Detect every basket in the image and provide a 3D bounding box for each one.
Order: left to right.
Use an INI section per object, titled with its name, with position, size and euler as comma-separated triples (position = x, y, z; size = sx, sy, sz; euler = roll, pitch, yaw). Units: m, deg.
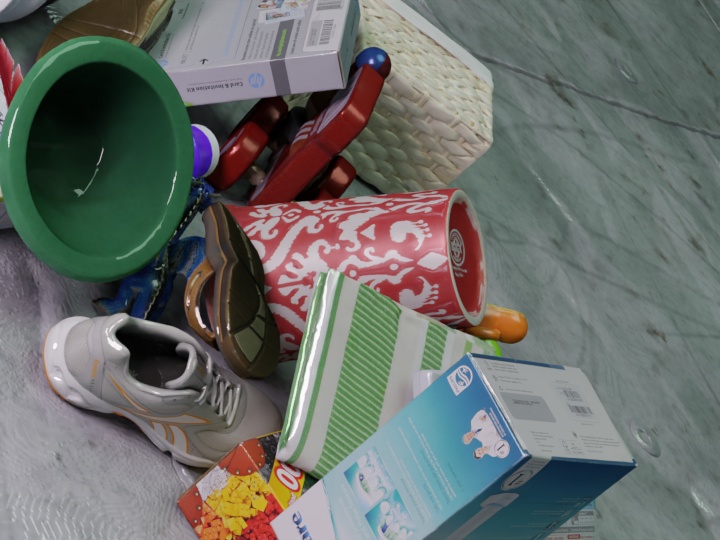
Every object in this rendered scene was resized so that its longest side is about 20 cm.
[basket]
position = 0.028, -0.172, 2.051
size = 0.199, 0.135, 0.124
euler = 33, 31, -29

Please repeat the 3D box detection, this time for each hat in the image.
[hat]
position = -0.235, -0.090, 1.529
size = 0.165, 0.175, 0.202
euler = 33, 69, -37

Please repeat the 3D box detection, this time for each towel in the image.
[towel]
position = 0.027, 0.100, 1.523
size = 0.199, 0.023, 0.154
euler = 27, 68, -39

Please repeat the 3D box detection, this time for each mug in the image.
[mug]
position = -0.004, -0.009, 1.637
size = 0.178, 0.198, 0.134
euler = -63, 140, -58

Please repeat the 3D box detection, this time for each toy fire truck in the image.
[toy fire truck]
position = -0.036, -0.121, 1.831
size = 0.112, 0.168, 0.200
euler = 43, 26, -10

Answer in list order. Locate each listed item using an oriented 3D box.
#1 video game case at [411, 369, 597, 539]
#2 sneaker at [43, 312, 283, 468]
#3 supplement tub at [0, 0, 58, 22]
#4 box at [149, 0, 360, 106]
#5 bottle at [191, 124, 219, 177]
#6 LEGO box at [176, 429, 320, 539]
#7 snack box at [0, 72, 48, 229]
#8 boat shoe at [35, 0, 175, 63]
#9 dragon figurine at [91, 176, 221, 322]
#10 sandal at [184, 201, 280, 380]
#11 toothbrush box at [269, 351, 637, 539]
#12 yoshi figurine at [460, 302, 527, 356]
[video game case]
position = 0.113, 0.170, 1.559
size = 0.199, 0.022, 0.184
euler = 6, 79, -47
[sneaker]
position = -0.125, 0.086, 1.466
size = 0.199, 0.092, 0.076
euler = 24, 63, -35
[supplement tub]
position = -0.286, -0.283, 1.694
size = 0.140, 0.140, 0.200
euler = 47, 25, -1
[box]
position = -0.105, -0.199, 1.821
size = 0.156, 0.198, 0.042
euler = -82, 164, -59
[bottle]
position = -0.183, -0.089, 1.672
size = 0.084, 0.065, 0.200
euler = 51, 25, 12
[LEGO box]
position = -0.021, 0.193, 1.517
size = 0.149, 0.077, 0.200
euler = 54, 26, 14
[snack box]
position = -0.308, -0.123, 1.533
size = 0.201, 0.053, 0.142
euler = 56, 25, 12
[boat shoe]
position = -0.207, -0.199, 1.752
size = 0.073, 0.065, 0.200
euler = 25, 51, 17
[dragon figurine]
position = -0.151, -0.005, 1.563
size = 0.059, 0.099, 0.201
euler = 34, 29, -26
[sandal]
position = -0.102, 0.019, 1.493
size = 0.082, 0.054, 0.201
euler = 58, 8, -34
[toothbrush box]
position = 0.062, 0.151, 1.384
size = 0.146, 0.200, 0.086
euler = 9, 44, -52
[yoshi figurine]
position = 0.092, 0.135, 1.650
size = 0.112, 0.111, 0.202
euler = 56, 42, -65
